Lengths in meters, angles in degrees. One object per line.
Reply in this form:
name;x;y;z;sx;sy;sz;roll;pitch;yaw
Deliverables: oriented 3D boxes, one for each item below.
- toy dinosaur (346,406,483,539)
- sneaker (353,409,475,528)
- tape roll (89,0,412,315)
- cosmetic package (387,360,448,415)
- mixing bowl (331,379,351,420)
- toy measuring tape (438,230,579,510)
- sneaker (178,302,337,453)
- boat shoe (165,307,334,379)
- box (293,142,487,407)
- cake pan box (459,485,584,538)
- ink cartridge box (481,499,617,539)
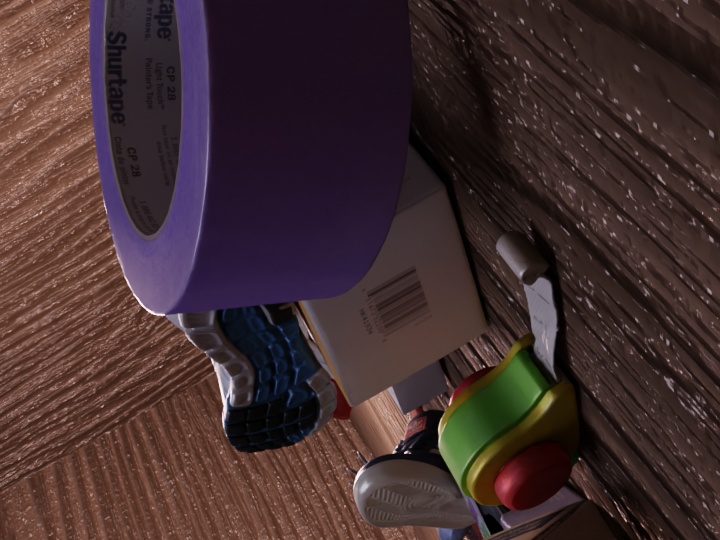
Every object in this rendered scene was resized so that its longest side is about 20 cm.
toy dinosaur;0.093;0.186;0.968;0.198;0.105;0.184;2;113;40
sneaker;0.046;0.147;0.815;0.200;0.074;0.086;32;-143;-59
tape roll;-0.059;-0.085;0.468;0.199;0.084;0.204;18;110;62
cosmetic package;0.000;0.000;0.881;0.151;0.051;0.202;59;173;49
mixing bowl;-0.058;0.071;1.263;0.199;0.109;0.200;39;-174;-5
toy measuring tape;0.066;0.063;0.513;0.074;0.073;0.201;57;172;38
sneaker;-0.065;0.034;0.644;0.202;0.074;0.087;80;169;-49
boat shoe;-0.052;0.021;0.744;0.198;0.065;0.075;19;-121;-36
box;-0.019;-0.041;0.648;0.201;0.096;0.125;57;173;44
cake pan box;0.135;0.214;0.681;0.202;0.052;0.184;65;171;-9
ink cartridge box;0.111;0.235;0.546;0.202;0.075;0.165;58;150;8
